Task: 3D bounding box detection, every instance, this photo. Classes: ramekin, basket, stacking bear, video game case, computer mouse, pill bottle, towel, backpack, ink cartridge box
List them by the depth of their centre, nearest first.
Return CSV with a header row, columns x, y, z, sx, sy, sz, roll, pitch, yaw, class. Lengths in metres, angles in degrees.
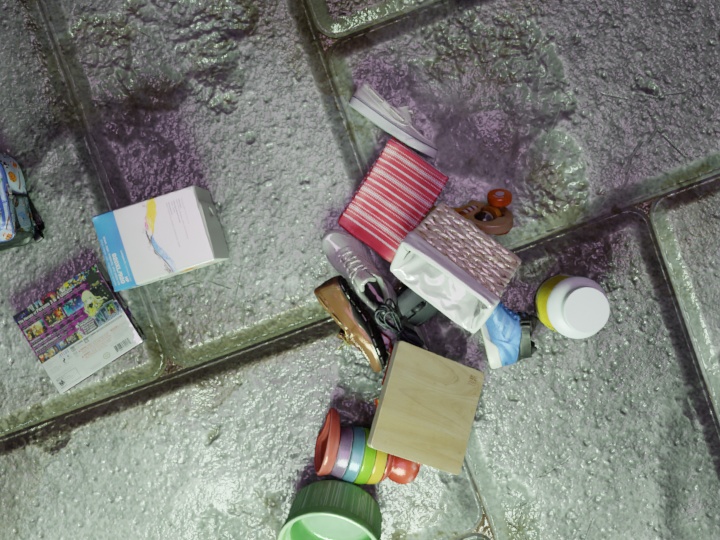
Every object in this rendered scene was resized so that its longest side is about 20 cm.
x,y,z,sx,sy,sz,roll,pitch,yaw,class
0.172,-0.008,1.444,0.199,0.136,0.124,36,65,8,basket
0.392,0.066,1.485,0.111,0.200,0.113,0,92,1,pill bottle
-0.371,-0.061,1.521,0.198,0.147,0.146,-17,92,2,ink cartridge box
-0.051,0.493,1.524,0.198,0.098,0.202,5,122,7,ramekin
0.127,0.052,1.530,0.138,0.053,0.201,45,71,-29,computer mouse
-0.729,-0.134,1.531,0.198,0.154,0.193,-11,81,4,backpack
0.059,-0.133,1.538,0.144,0.022,0.201,37,106,13,towel
0.020,0.357,1.549,0.198,0.114,0.122,14,130,-11,stacking bear
-0.553,0.114,1.586,0.199,0.036,0.182,-33,91,2,video game case

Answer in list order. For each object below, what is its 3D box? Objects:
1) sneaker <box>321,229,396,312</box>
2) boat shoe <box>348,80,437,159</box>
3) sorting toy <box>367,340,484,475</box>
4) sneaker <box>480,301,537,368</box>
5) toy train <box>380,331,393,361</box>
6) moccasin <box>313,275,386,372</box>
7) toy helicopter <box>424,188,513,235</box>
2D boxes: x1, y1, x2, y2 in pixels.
x,y,z,sx,sy,sz,roll,pitch,yaw,class
0.000,0.000,1.540,0.078,0.099,0.200,-42,91,2,sneaker
0.073,-0.291,1.548,0.199,0.072,0.066,36,97,8,boat shoe
0.115,0.259,1.522,0.198,0.069,0.201,23,76,-23,sorting toy
0.279,0.082,1.547,0.110,0.077,0.202,-15,96,7,sneaker
0.040,0.146,1.577,0.199,0.034,0.046,39,90,0,toy train
-0.018,0.109,1.520,0.077,0.074,0.202,-30,107,18,moccasin
0.190,-0.097,1.530,0.198,0.133,0.080,8,125,18,toy helicopter
